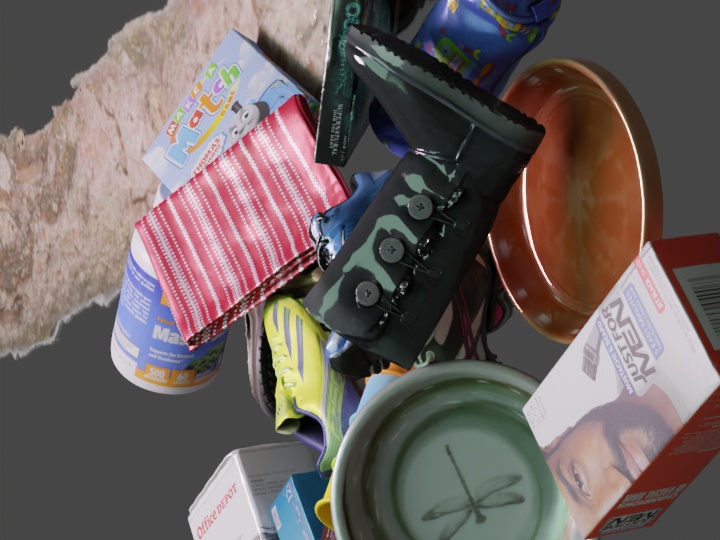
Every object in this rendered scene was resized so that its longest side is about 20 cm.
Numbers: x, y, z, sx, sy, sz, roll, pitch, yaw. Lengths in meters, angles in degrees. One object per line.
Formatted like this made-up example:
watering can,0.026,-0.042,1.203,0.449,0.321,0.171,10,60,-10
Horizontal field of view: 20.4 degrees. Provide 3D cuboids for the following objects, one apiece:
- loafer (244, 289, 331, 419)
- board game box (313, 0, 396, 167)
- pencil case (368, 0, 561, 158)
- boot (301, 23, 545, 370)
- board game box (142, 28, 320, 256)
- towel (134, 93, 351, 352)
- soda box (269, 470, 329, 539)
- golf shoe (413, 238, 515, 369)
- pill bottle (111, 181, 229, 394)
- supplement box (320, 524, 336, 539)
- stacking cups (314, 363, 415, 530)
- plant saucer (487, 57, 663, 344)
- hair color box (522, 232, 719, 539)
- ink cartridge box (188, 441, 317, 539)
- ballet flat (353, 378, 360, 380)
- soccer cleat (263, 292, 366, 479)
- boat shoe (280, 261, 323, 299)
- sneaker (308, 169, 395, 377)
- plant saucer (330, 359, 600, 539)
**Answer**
loafer,-0.069,0.033,1.792,0.071,0.073,0.201,167,107,-65
board game box,0.000,-0.174,1.542,0.200,0.028,0.136,-66,-16,-67
pencil case,0.077,-0.155,1.471,0.087,0.078,0.200,47,140,11
boot,0.017,-0.052,1.424,0.164,0.066,0.201,34,107,15
board game box,-0.106,-0.112,1.787,0.152,0.037,0.200,-55,39,8
towel,-0.098,-0.042,1.697,0.200,0.022,0.145,-37,59,19
soda box,-0.009,0.272,1.717,0.064,0.067,0.201,-58,46,49
golf shoe,0.067,0.070,1.524,0.077,0.088,0.201,24,117,56
pill bottle,-0.171,0.010,1.919,0.112,0.112,0.201,54,140,42
supplement box,0.030,0.214,1.589,0.200,0.061,0.109,-163,85,-69
stacking cups,0.019,0.106,1.547,0.060,0.060,0.201,-42,27,56
plant saucer,0.151,-0.049,1.404,0.200,0.032,0.202,15,107,60
hair color box,0.191,0.079,1.323,0.111,0.064,0.200,66,147,29
ink cartridge box,-0.077,0.277,1.824,0.146,0.084,0.201,-54,51,51
ballet flat,0.013,0.122,1.685,0.200,0.057,0.067,4,59,59
soccer cleat,-0.045,0.091,1.642,0.200,0.083,0.065,53,172,43
boat shoe,-0.005,0.013,1.674,0.068,0.072,0.200,59,157,-14
sneaker,0.000,0.000,1.540,0.079,0.089,0.201,83,-162,-46
plant saucer,0.079,0.164,1.457,0.050,0.199,0.201,4,-101,-84
